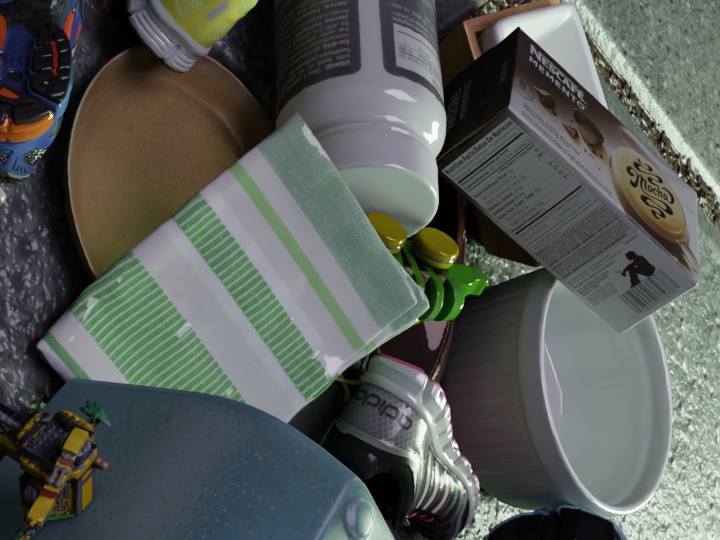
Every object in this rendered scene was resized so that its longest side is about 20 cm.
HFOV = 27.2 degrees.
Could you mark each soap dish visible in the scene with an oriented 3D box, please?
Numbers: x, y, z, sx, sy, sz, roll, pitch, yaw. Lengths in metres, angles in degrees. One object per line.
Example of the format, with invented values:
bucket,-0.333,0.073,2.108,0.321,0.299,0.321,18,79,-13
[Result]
soap dish,0.139,-0.114,1.220,0.157,0.081,0.201,-25,100,-52

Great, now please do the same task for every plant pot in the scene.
plant pot,-0.112,-0.040,0.923,0.200,0.027,0.201,20,63,-48
plant pot,-0.079,0.183,0.743,0.196,0.199,0.197,-55,128,-43

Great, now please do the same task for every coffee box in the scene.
coffee box,0.152,-0.065,1.081,0.200,0.080,0.113,40,35,-19

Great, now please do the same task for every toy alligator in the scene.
toy alligator,0.000,0.000,0.933,0.199,0.059,0.054,14,31,-27

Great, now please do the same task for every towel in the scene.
towel,-0.071,0.030,0.868,0.200,0.023,0.153,-40,115,-9

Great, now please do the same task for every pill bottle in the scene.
pill bottle,-0.001,-0.125,0.991,0.113,0.113,0.201,32,45,-43

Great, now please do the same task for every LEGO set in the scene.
LEGO set,-0.208,0.085,0.642,0.154,0.116,0.200,37,54,19

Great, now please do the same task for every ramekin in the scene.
ramekin,0.149,0.094,1.154,0.200,0.105,0.201,20,64,-48

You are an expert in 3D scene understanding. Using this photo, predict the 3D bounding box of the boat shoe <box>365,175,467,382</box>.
boat shoe,0.039,-0.002,1.056,0.070,0.070,0.201,9,61,-8

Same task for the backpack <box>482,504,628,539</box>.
backpack,0.141,0.270,1.062,0.154,0.162,0.201,27,58,-70

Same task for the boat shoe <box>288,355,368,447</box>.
boat shoe,-0.027,0.052,0.976,0.072,0.060,0.202,45,48,-36

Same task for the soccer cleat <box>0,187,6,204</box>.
soccer cleat,-0.240,-0.005,0.703,0.086,0.070,0.200,44,44,-12

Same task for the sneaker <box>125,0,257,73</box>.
sneaker,-0.085,-0.212,0.939,0.078,0.090,0.201,38,37,-36

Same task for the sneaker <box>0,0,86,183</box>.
sneaker,-0.189,-0.131,0.822,0.075,0.079,0.201,13,49,-10

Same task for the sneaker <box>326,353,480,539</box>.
sneaker,0.022,0.138,0.987,0.088,0.074,0.200,-49,149,-20
